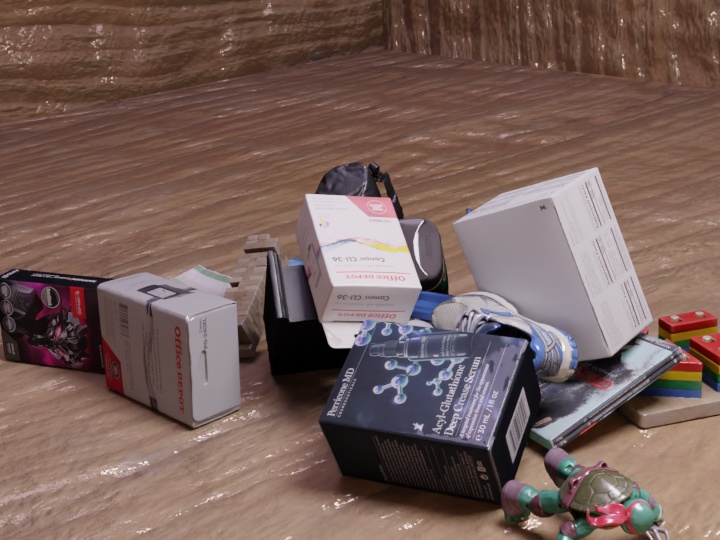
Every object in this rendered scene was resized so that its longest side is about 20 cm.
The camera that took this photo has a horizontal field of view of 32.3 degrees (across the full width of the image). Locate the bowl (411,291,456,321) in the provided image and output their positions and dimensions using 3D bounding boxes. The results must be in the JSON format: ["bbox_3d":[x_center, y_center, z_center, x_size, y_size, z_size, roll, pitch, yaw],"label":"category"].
[{"bbox_3d":[0.164,0.065,1.662,0.199,0.040,0.201,12,-3,1],"label":"bowl"}]

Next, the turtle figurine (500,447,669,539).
[{"bbox_3d":[0.231,0.235,1.205,0.149,0.102,0.200,-13,16,-27],"label":"turtle figurine"}]

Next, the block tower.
[{"bbox_3d":[-0.156,0.033,1.773,0.054,0.058,0.201,-5,43,22],"label":"block tower"}]

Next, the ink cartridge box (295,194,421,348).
[{"bbox_3d":[0.000,0.000,1.491,0.116,0.068,0.201,1,46,-20],"label":"ink cartridge box"}]

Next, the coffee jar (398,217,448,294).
[{"bbox_3d":[0.079,-0.004,1.769,0.085,0.105,0.200,-5,-16,5],"label":"coffee jar"}]

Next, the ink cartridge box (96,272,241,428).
[{"bbox_3d":[-0.244,0.097,1.586,0.083,0.146,0.199,-17,23,-42],"label":"ink cartridge box"}]

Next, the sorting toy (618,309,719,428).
[{"bbox_3d":[0.395,0.112,1.572,0.197,0.070,0.200,-8,20,-15],"label":"sorting toy"}]

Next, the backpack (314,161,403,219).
[{"bbox_3d":[-0.009,-0.060,1.949,0.126,0.200,0.168,9,66,22],"label":"backpack"}]

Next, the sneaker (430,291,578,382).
[{"bbox_3d":[0.152,0.071,1.438,0.199,0.078,0.085,18,8,41],"label":"sneaker"}]

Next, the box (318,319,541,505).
[{"bbox_3d":[0.079,0.152,1.359,0.199,0.107,0.149,5,49,25],"label":"box"}]

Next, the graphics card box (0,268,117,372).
[{"bbox_3d":[-0.409,0.069,1.724,0.199,0.126,0.051,6,21,23],"label":"graphics card box"}]

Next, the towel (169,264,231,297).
[{"bbox_3d":[-0.282,0.042,1.935,0.149,0.031,0.199,13,25,41],"label":"towel"}]

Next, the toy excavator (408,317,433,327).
[{"bbox_3d":[0.138,0.131,1.548,0.198,0.101,0.195,15,20,7],"label":"toy excavator"}]

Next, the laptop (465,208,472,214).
[{"bbox_3d":[0.257,0.008,1.712,0.199,0.117,0.187,14,-4,38],"label":"laptop"}]

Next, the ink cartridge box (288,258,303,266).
[{"bbox_3d":[-0.057,0.041,1.845,0.199,0.068,0.115,11,24,35],"label":"ink cartridge box"}]

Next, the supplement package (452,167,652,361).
[{"bbox_3d":[0.230,0.002,1.491,0.155,0.201,0.111,-14,11,45],"label":"supplement package"}]

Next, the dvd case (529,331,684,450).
[{"bbox_3d":[0.266,0.133,1.483,0.199,0.022,0.146,-31,23,-15],"label":"dvd case"}]

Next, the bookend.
[{"bbox_3d":[-0.023,0.049,1.609,0.197,0.093,0.200,-7,-25,-8],"label":"bookend"}]
